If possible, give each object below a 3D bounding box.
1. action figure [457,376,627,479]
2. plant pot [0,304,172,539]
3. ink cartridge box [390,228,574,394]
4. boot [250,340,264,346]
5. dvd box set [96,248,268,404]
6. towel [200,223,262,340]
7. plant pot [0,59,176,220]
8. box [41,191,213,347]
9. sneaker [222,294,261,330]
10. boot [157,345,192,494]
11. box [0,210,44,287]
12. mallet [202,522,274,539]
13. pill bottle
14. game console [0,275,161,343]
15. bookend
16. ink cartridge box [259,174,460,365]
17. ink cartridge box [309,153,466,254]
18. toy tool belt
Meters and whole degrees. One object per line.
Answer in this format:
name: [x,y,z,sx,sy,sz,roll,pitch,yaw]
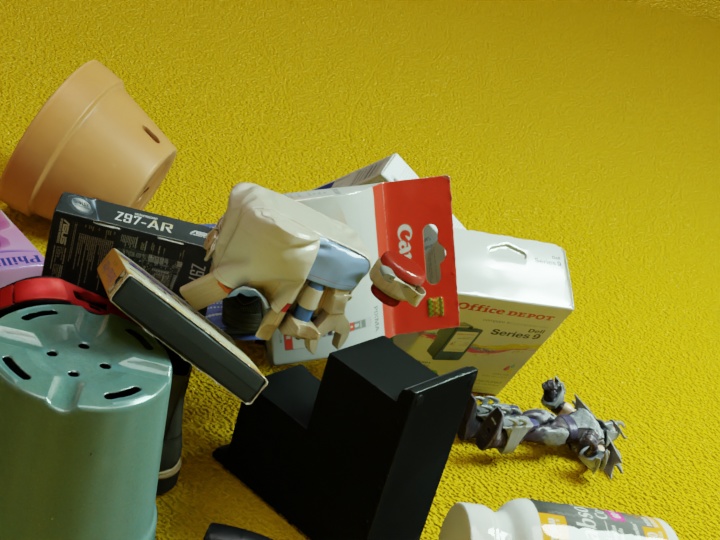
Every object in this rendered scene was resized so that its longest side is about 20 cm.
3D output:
action figure: [0.208,0.169,1.501,0.200,0.070,0.130,5,23,-29]
plant pot: [-0.243,0.147,1.126,0.200,0.197,0.200,13,27,-7]
ink cartridge box: [0.121,0.049,1.517,0.145,0.200,0.088,8,54,-20]
boot: [-0.078,0.030,1.611,0.201,0.071,0.144,-13,45,-39]
dvd box set: [-0.158,0.044,1.202,0.146,0.029,0.200,39,-3,-16]
towel: [-0.114,0.012,1.549,0.144,0.024,0.200,0,37,-18]
plant pot: [-0.312,-0.126,1.647,0.140,0.200,0.200,35,27,-2]
box: [-0.229,0.038,1.341,0.160,0.200,0.044,13,27,-7]
sneaker: [-0.088,-0.031,1.501,0.076,0.114,0.200,20,34,9]
boot: [-0.249,0.108,1.263,0.199,0.139,0.078,15,26,-2]
box: [-0.444,-0.007,1.418,0.176,0.097,0.200,-7,35,-40]
mallet: [-0.125,0.276,1.131,0.066,0.041,0.200,20,30,7]
pill bottle: [0.174,0.265,1.236,0.199,0.117,0.116,10,27,-14]
game console: [-0.292,0.065,1.241,0.200,0.177,0.031,33,38,-61]
bookend: [-0.020,0.134,1.281,0.200,0.199,0.092,33,30,32]
ink cartridge box: [0.000,0.000,1.351,0.199,0.163,0.050,-7,15,-7]
ink cartridge box: [0.041,-0.029,1.584,0.200,0.199,0.041,45,58,-17]
toy tool belt: [-0.052,0.013,1.262,0.200,0.123,0.125,24,19,-26]
